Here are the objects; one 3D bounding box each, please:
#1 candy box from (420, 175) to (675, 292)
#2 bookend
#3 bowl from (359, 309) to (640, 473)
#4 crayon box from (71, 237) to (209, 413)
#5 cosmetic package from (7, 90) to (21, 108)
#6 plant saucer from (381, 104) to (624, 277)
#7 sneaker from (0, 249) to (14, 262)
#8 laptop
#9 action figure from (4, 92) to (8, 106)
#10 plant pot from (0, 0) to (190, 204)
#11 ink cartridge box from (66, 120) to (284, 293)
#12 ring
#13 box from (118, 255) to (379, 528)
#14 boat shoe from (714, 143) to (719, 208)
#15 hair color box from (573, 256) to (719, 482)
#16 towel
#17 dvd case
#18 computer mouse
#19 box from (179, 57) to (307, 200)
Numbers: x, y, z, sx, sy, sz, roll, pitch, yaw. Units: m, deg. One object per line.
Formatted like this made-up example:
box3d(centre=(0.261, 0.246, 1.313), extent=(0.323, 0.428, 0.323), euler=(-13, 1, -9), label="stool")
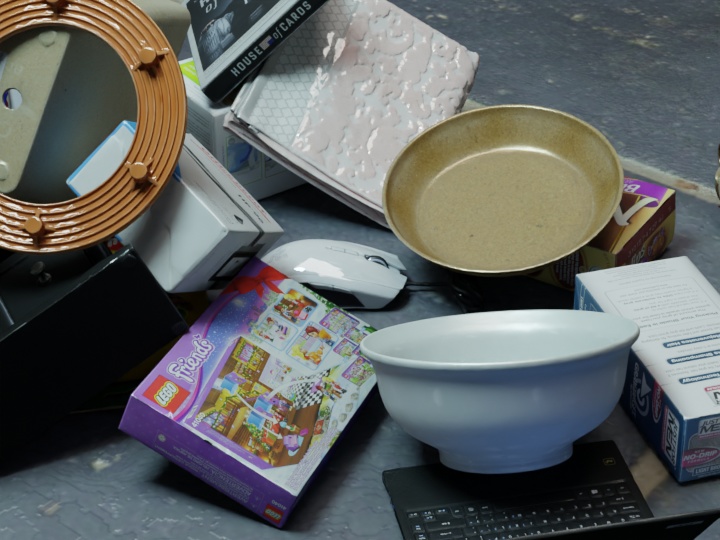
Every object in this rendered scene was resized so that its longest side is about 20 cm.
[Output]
box3d(centre=(0.156, -0.047, 1.572), extent=(0.199, 0.057, 0.117), euler=(18, 38, 29), label="candy box")
box3d(centre=(-0.260, 0.019, 1.355), extent=(0.199, 0.092, 0.199), euler=(-34, 43, -4), label="bookend")
box3d(centre=(0.101, 0.088, 1.297), extent=(0.199, 0.091, 0.201), euler=(-5, 8, 1), label="bowl")
box3d(centre=(-0.184, 0.033, 1.452), extent=(0.126, 0.051, 0.200), euler=(-6, 33, -10), label="crayon box")
box3d(centre=(-0.311, -0.285, 1.817), extent=(0.122, 0.201, 0.200), euler=(-9, 33, -14), label="cosmetic package")
box3d(centre=(0.118, -0.059, 1.511), extent=(0.198, 0.036, 0.201), euler=(-6, 45, 6), label="plant saucer")
box3d(centre=(-0.330, -0.027, 1.499), extent=(0.078, 0.066, 0.199), euler=(43, 35, 24), label="sneaker")
box3d(centre=(0.120, 0.148, 1.217), extent=(0.176, 0.104, 0.200), euler=(-6, 32, -10), label="laptop")
box3d(centre=(-0.312, -0.152, 1.708), extent=(0.199, 0.100, 0.065), euler=(15, 34, 27), label="action figure")
box3d(centre=(-0.275, -0.147, 1.412), extent=(0.199, 0.201, 0.177), euler=(23, 8, 8), label="plant pot")
box3d(centre=(-0.132, -0.047, 1.404), extent=(0.116, 0.068, 0.200), euler=(46, 9, 8), label="ink cartridge box")
box3d(centre=(-0.221, -0.111, 1.290), extent=(0.199, 0.202, 0.019), euler=(3, -10, 6), label="ring")
box3d(centre=(-0.068, 0.083, 1.340), extent=(0.136, 0.039, 0.200), euler=(31, 38, 6), label="box")
box3d(centre=(0.343, -0.065, 1.592), extent=(0.071, 0.076, 0.200), euler=(0, 23, 7), label="boat shoe")
box3d(centre=(0.242, 0.070, 1.380), extent=(0.099, 0.061, 0.200), euler=(-9, 33, -14), label="hair color box")
box3d(centre=(-0.002, -0.158, 1.625), extent=(0.190, 0.032, 0.201), euler=(30, 61, -12), label="towel")
box3d(centre=(-0.093, -0.245, 1.642), extent=(0.150, 0.025, 0.200), euler=(-42, 30, 13), label="dvd case")
box3d(centre=(0.000, 0.000, 1.509), extent=(0.198, 0.044, 0.110), euler=(-2, 33, -4), label="computer mouse")
box3d(centre=(-0.077, -0.146, 1.688), extent=(0.199, 0.102, 0.112), euler=(-21, 38, -29), label="box")
